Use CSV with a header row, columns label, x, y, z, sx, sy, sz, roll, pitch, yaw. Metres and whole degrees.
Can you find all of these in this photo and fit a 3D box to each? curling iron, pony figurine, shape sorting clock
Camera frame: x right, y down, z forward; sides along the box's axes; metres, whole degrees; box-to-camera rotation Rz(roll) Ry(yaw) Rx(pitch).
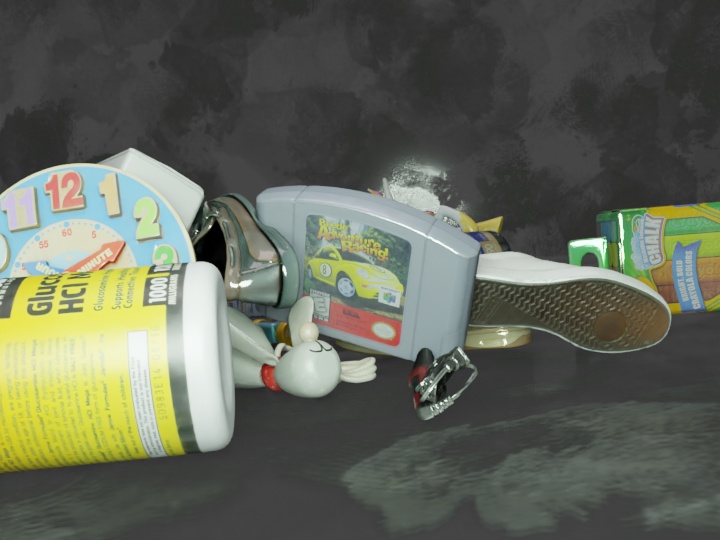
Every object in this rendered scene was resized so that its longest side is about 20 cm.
label,x,y,z,sx,sy,sz,roll,pitch,yaw
curling iron,0.054,0.075,0.652,0.049,0.026,0.200,-42,-2,0
pony figurine,0.084,-0.016,1.271,0.197,0.197,0.166,16,13,19
shape sorting clock,-0.227,0.012,0.709,0.196,0.204,0.039,-5,-16,2

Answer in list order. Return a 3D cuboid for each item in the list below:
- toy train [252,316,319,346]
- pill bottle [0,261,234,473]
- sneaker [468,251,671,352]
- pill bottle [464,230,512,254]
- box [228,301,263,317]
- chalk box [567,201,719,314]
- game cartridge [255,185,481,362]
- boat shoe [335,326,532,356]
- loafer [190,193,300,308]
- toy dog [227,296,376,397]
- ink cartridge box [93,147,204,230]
label,x,y,z,sx,sy,sz,roll,pitch,yaw
toy train,-0.148,0.063,1.069,0.196,0.057,0.150,-5,3,-5
pill bottle,-0.178,0.059,0.532,0.196,0.115,0.112,-5,2,-4
sneaker,0.174,0.016,0.797,0.196,0.074,0.085,11,24,2
pill bottle,0.073,0.016,1.043,0.196,0.114,0.112,-5,2,-19
box,-0.202,0.021,1.558,0.197,0.107,0.183,-3,3,26
chalk box,0.350,-0.014,1.068,0.196,0.127,0.124,-6,2,3
game cartridge,0.000,0.000,0.764,0.197,0.135,0.041,15,30,16
boat shoe,0.069,0.047,0.887,0.196,0.066,0.071,-5,2,15
loafer,-0.114,-0.020,0.750,0.062,0.073,0.199,-6,19,-27
toy dog,-0.090,0.050,0.749,0.197,0.098,0.131,-4,3,28
ink cartridge box,-0.236,0.001,0.814,0.084,0.203,0.145,31,-16,-27
